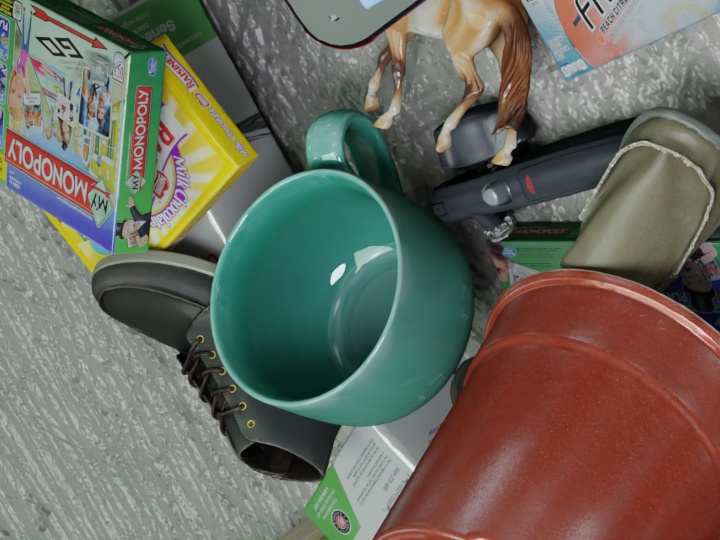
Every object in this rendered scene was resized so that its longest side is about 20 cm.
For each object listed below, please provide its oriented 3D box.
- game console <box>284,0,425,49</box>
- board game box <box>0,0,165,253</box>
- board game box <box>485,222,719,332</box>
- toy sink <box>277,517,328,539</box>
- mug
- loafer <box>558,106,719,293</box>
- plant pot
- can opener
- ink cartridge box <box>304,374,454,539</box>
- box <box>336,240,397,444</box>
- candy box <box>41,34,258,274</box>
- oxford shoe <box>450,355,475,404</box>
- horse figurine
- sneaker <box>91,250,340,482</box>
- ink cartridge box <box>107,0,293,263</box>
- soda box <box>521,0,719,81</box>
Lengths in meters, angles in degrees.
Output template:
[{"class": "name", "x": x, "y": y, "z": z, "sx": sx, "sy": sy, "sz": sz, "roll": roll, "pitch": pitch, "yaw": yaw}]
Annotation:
[{"class": "game console", "x": 0.011, "y": -0.246, "z": 1.605, "sx": 0.200, "sy": 0.031, "sz": 0.177, "roll": -35, "pitch": 90, "yaw": 22}, {"class": "board game box", "x": -0.196, "y": -0.106, "z": 1.816, "sx": 0.200, "sy": 0.029, "sz": 0.135, "roll": 29, "pitch": 118, "yaw": 50}, {"class": "board game box", "x": 0.176, "y": 0.036, "z": 1.710, "sx": 0.200, "sy": 0.029, "sz": 0.135, "roll": 1, "pitch": 119, "yaw": 48}, {"class": "toy sink", "x": -0.033, "y": 0.264, "z": 2.040, "sx": 0.200, "sy": 0.130, "sz": 0.112, "roll": 29, "pitch": 136, "yaw": 34}, {"class": "mug", "x": 0.004, "y": 0.009, "z": 1.750, "sx": 0.152, "sy": 0.114, "sz": 0.185, "roll": 34, "pitch": 98, "yaw": 38}, {"class": "loafer", "x": 0.160, "y": -0.013, "z": 1.596, "sx": 0.075, "sy": 0.070, "sz": 0.200, "roll": 28, "pitch": 141, "yaw": 9}, {"class": "plant pot", "x": 0.111, "y": 0.137, "z": 1.571, "sx": 0.200, "sy": 0.195, "sz": 0.201, "roll": 24, "pitch": 141, "yaw": 21}, {"class": "can opener", "x": 0.114, "y": -0.063, "z": 1.674, "sx": 0.200, "sy": 0.063, "sz": 0.079, "roll": -6, "pitch": 119, "yaw": 51}, {"class": "ink cartridge box", "x": 0.072, "y": 0.186, "z": 1.897, "sx": 0.200, "sy": 0.084, "sz": 0.146, "roll": 47, "pitch": 143, "yaw": 13}, {"class": "box", "x": 0.009, "y": 0.043, "z": 1.898, "sx": 0.039, "sy": 0.041, "sz": 0.200, "roll": 39, "pitch": 140, "yaw": 21}, {"class": "candy box", "x": -0.148, "y": -0.065, "z": 1.843, "sx": 0.102, "sy": 0.026, "sz": 0.200, "roll": 50, "pitch": 139, "yaw": 4}, {"class": "oxford shoe", "x": 0.114, "y": 0.130, "z": 1.779, "sx": 0.200, "sy": 0.073, "sz": 0.084, "roll": 49, "pitch": 155, "yaw": -25}, {"class": "horse figurine", "x": 0.051, "y": -0.143, "z": 1.683, "sx": 0.200, "sy": 0.050, "sz": 0.133, "roll": 27, "pitch": 113, "yaw": 49}, {"class": "sneaker", "x": -0.097, "y": 0.063, "z": 1.841, "sx": 0.200, "sy": 0.106, "sz": 0.075, "roll": 20, "pitch": 150, "yaw": -1}, {"class": "ink cartridge box", "x": -0.138, "y": -0.082, "z": 1.921, "sx": 0.146, "sy": 0.084, "sz": 0.200, "roll": -21, "pitch": 101, "yaw": 52}, {"class": "soda box", "x": 0.176, "y": -0.170, "z": 1.515, "sx": 0.200, "sy": 0.068, "sz": 0.064, "roll": -23, "pitch": 99, "yaw": 55}]
